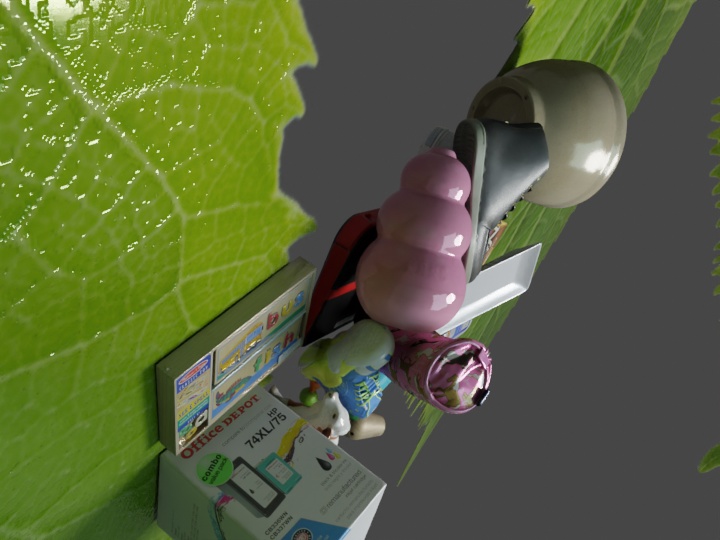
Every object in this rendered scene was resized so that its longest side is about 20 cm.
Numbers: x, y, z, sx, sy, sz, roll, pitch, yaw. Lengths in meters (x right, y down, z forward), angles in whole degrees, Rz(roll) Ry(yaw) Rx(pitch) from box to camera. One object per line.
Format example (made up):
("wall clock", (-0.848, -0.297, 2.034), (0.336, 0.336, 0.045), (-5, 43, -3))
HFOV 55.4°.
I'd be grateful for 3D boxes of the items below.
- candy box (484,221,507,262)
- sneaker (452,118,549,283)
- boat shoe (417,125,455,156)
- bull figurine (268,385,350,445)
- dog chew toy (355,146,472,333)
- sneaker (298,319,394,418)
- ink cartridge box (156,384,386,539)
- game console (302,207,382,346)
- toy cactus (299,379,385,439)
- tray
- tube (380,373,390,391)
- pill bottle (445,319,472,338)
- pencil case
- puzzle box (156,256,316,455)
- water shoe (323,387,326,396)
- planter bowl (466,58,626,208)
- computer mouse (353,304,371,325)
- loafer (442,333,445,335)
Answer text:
("candy box", (0.197, -0.054, 1.227), (0.117, 0.056, 0.200), (-61, 162, 11))
("sneaker", (0.162, -0.077, 0.811), (0.106, 0.075, 0.201), (-4, 115, -18))
("boat shoe", (0.123, -0.119, 0.909), (0.072, 0.068, 0.200), (-51, 160, -16))
("bull figurine", (-0.077, 0.206, 0.863), (0.065, 0.121, 0.200), (-41, 156, -39))
("dog chew toy", (0.068, -0.036, 0.757), (0.124, 0.124, 0.201), (5, 100, -69))
("sneaker", (0.005, 0.121, 0.812), (0.076, 0.105, 0.200), (-47, -168, -24))
("ink cartridge box", (-0.104, 0.260, 0.762), (0.147, 0.200, 0.146), (-38, 153, -43))
("game console", (0.000, 0.000, 0.871), (0.200, 0.031, 0.177), (-21, 143, -60))
("toy cactus", (-0.031, 0.227, 0.997), (0.165, 0.102, 0.200), (12, 122, -36))
("tray", (0.156, 0.028, 0.939), (0.199, 0.022, 0.108), (-25, 144, -19))
("tube", (-0.025, 0.243, 1.186), (0.200, 0.050, 0.077), (-48, 153, -9))
("pill bottle", (0.128, 0.073, 1.174), (0.200, 0.112, 0.112), (-18, 138, -62))
("pencil case", (0.077, 0.105, 0.802), (0.200, 0.086, 0.083), (-170, -82, -72))
("puzzle box", (-0.122, 0.084, 0.700), (0.200, 0.025, 0.133), (-41, 155, -39))
("water shoe", (-0.020, 0.166, 1.059), (0.079, 0.071, 0.200), (-80, 180, -47))
("planter bowl", (0.225, -0.187, 0.908), (0.134, 0.200, 0.201), (1, 125, -36))
("computer mouse", (0.048, 0.052, 0.917), (0.140, 0.046, 0.201), (-3, 126, -52))
("loafer", (0.074, 0.106, 1.045), (0.071, 0.073, 0.200), (10, 153, -30))
